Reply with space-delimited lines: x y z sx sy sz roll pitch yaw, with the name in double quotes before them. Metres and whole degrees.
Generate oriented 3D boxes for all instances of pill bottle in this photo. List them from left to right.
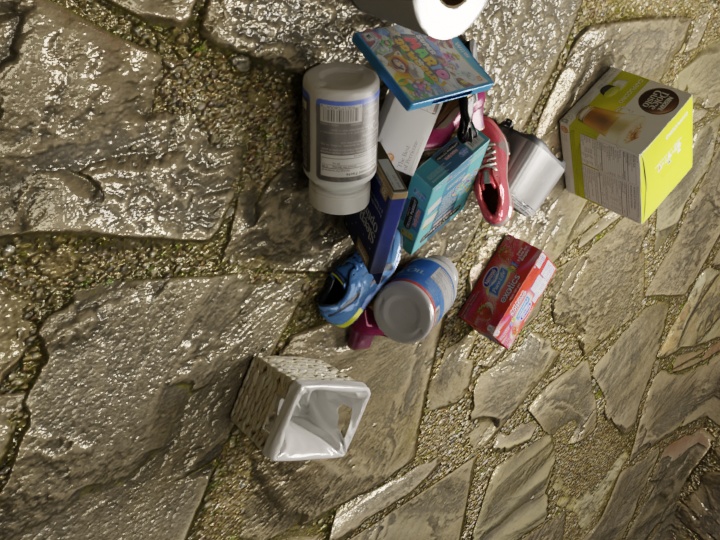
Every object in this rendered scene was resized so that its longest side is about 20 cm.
"pill bottle" -0.030 -0.192 1.555 0.113 0.113 0.202 -28 134 -38
"pill bottle" 0.105 0.042 1.859 0.200 0.111 0.114 -41 146 -62

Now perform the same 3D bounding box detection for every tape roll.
"tape roll" 0.090 -0.448 1.511 0.202 0.138 0.205 -30 134 -36

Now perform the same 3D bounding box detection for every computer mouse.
"computer mouse" 0.169 -0.307 1.732 0.201 0.043 0.111 -81 162 -49

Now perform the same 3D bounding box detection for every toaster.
"toaster" 0.292 -0.187 1.970 0.130 0.113 0.199 -60 147 3

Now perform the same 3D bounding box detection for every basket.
"basket" -0.100 0.223 1.741 0.199 0.123 0.137 11 105 -53

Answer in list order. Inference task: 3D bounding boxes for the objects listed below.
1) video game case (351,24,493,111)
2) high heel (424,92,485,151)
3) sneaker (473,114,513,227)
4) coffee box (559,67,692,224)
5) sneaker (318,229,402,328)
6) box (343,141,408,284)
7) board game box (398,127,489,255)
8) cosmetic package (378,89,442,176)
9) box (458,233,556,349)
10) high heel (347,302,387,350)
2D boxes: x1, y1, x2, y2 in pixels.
"video game case" 0.096 -0.312 1.580 0.199 0.144 0.018 -21 158 -43
"high heel" 0.139 -0.263 1.774 0.198 0.067 0.097 -23 114 -33
"sneaker" 0.230 -0.177 1.860 0.087 0.073 0.203 -17 96 -75
"coffee box" 0.550 -0.259 2.175 0.200 0.197 0.201 -44 142 -22
"sneaker" 0.000 0.000 1.767 0.201 0.066 0.079 -55 141 -10
"box" 0.018 -0.085 1.657 0.032 0.122 0.202 -7 137 -22
"board game box" 0.135 -0.136 1.802 0.151 0.047 0.201 -40 162 -28
"cosmetic package" 0.081 -0.260 1.675 0.082 0.051 0.203 19 99 -16
"box" 0.300 0.043 2.151 0.202 0.095 0.100 -59 145 -4
"high heel" 0.064 0.081 1.897 0.198 0.067 0.097 -19 138 -40
